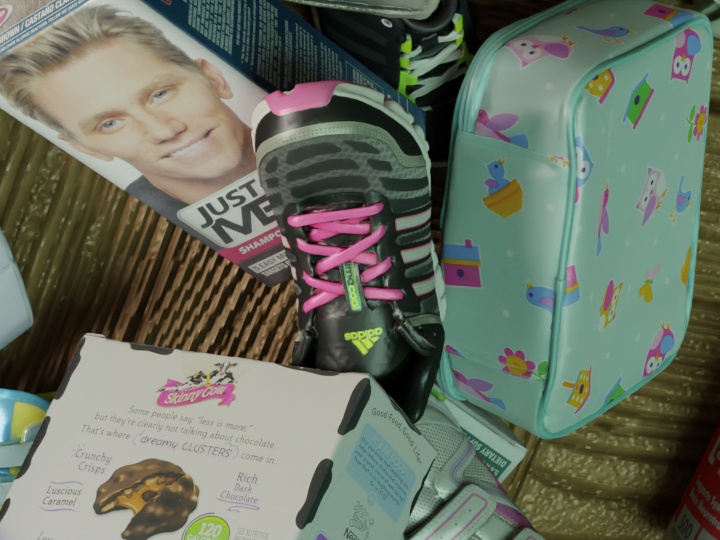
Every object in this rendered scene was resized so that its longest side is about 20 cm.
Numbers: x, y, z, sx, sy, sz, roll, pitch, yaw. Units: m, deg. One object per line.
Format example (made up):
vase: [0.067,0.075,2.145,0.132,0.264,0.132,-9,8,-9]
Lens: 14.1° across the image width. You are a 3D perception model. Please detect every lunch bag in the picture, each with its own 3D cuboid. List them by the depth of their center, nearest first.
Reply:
lunch bag: [0.105,-0.028,1.389,0.160,0.077,0.201,-32,134,-50]

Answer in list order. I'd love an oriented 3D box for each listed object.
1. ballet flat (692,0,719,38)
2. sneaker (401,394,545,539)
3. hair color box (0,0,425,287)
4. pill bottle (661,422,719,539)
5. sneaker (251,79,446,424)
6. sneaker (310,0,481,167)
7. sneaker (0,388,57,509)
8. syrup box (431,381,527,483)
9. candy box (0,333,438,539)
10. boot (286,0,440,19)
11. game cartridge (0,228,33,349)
ballet flat: [0.174,-0.151,1.406,0.072,0.072,0.200,-48,126,5]
sneaker: [0.049,0.131,1.378,0.081,0.088,0.200,-44,128,1]
hair color box: [-0.071,-0.076,1.288,0.100,0.061,0.200,-27,135,32]
pill bottle: [0.248,0.091,1.545,0.112,0.112,0.201,13,111,-32]
sneaker: [0.000,0.000,1.266,0.073,0.088,0.200,-7,142,7]
sneaker: [0.015,-0.114,1.322,0.072,0.083,0.200,-33,128,-6]
sneaker: [-0.177,0.130,1.340,0.200,0.079,0.131,-48,133,-43]
syrup box: [-0.020,0.130,1.448,0.079,0.081,0.200,36,96,-36]
candy box: [-0.082,0.136,1.264,0.072,0.167,0.201,48,58,-45]
boot: [-0.069,-0.188,1.194,0.199,0.073,0.183,-5,80,-18]
game cartridge: [-0.234,-0.014,1.282,0.133,0.041,0.200,-40,128,-6]
